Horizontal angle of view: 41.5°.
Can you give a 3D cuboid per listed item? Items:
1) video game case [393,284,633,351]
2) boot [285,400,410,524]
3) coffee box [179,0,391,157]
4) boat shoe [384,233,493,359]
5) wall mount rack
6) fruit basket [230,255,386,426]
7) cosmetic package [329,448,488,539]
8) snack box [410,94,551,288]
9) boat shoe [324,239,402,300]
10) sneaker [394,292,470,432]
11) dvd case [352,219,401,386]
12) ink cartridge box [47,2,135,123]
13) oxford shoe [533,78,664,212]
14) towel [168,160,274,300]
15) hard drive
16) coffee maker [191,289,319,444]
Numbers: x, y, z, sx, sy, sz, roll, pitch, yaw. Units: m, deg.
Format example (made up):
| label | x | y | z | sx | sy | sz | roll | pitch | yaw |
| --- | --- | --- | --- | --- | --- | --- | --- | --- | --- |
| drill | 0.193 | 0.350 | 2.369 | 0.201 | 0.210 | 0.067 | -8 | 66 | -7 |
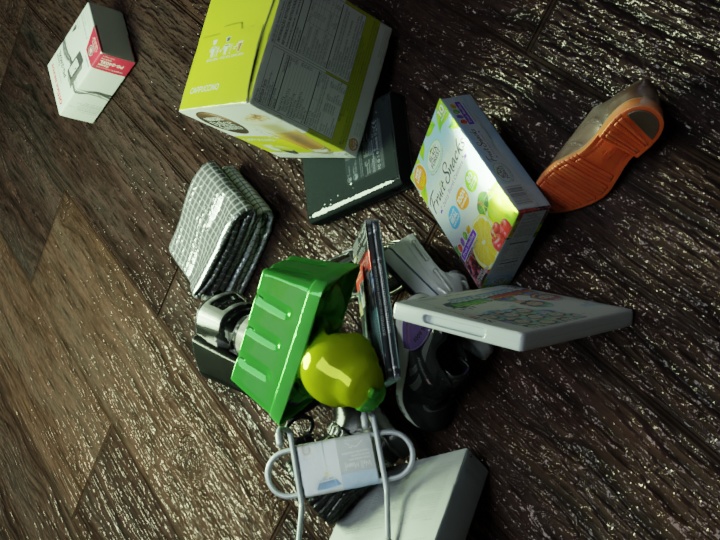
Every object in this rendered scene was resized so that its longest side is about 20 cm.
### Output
| label | x | y | z | sx | sy | sz | roll | pitch | yaw |
| --- | --- | --- | --- | --- | --- | --- | --- | --- | --- |
| video game case | 0.170 | 0.048 | 1.056 | 0.182 | 0.200 | 0.024 | 12 | 104 | 47 |
| boot | -0.037 | 0.219 | 1.285 | 0.158 | 0.079 | 0.211 | -41 | 43 | 5 |
| coffee box | -0.110 | -0.288 | 1.364 | 0.200 | 0.198 | 0.200 | 7 | 79 | 51 |
| boat shoe | 0.109 | 0.027 | 1.218 | 0.065 | 0.074 | 0.200 | -41 | 68 | -6 |
| wall mount rack | -0.030 | 0.268 | 1.170 | 0.200 | 0.075 | 0.174 | -14 | 77 | 12 |
| fruit basket | -0.043 | 0.099 | 1.187 | 0.215 | 0.155 | 0.216 | 5 | 104 | 20 |
| cosmetic package | 0.052 | 0.312 | 1.191 | 0.200 | 0.052 | 0.151 | -24 | 25 | 41 |
| snack box | 0.142 | -0.098 | 1.177 | 0.200 | 0.053 | 0.142 | 62 | 149 | 32 |
| boat shoe | 0.000 | 0.000 | 1.342 | 0.200 | 0.060 | 0.074 | -14 | 73 | 45 |
| sneaker | 0.093 | 0.131 | 1.166 | 0.088 | 0.076 | 0.200 | 31 | 140 | 47 |
| dvd case | 0.018 | 0.048 | 1.219 | 0.146 | 0.022 | 0.200 | 119 | 145 | -76 |
| ink cartridge box | -0.561 | -0.427 | 1.974 | 0.200 | 0.083 | 0.145 | -41 | 57 | 35 |
| oxford shoe | 0.269 | -0.138 | 1.087 | 0.200 | 0.071 | 0.073 | -42 | 24 | 43 |
| towel | -0.241 | -0.060 | 1.588 | 0.166 | 0.086 | 0.200 | 46 | 117 | 41 |
| hard drive | -0.010 | -0.160 | 1.393 | 0.200 | 0.033 | 0.140 | -20 | 71 | 43 |
| coffee maker | -0.158 | 0.142 | 1.438 | 0.200 | 0.135 | 0.192 | 16 | 97 | 47 |
